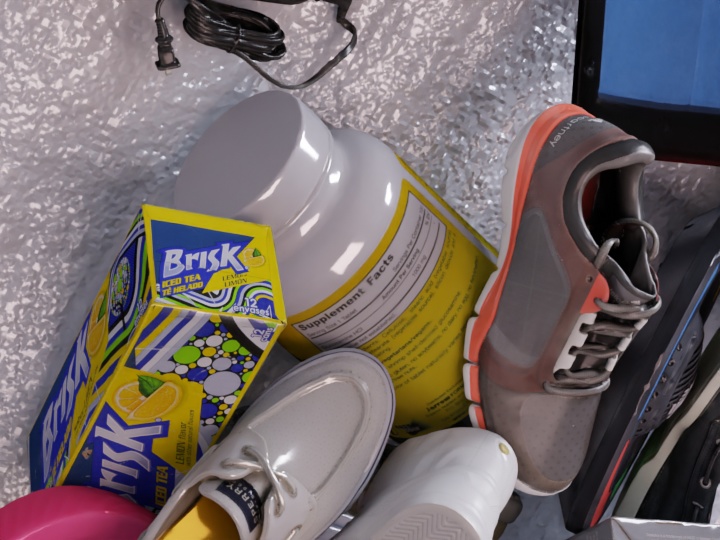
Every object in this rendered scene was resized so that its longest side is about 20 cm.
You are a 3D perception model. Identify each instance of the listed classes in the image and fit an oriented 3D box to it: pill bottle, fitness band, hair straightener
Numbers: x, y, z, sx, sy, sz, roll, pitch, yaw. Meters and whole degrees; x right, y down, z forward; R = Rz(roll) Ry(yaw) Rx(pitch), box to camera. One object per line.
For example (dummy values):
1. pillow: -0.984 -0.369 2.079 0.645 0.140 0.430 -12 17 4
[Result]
1. pill bottle: 0.000 0.000 1.392 0.112 0.112 0.200 -47 123 1
2. fitness band: -0.133 0.188 1.367 0.144 0.037 0.200 -52 131 2
3. hair straightener: -0.084 -0.133 1.335 0.200 0.041 0.077 14 95 -36

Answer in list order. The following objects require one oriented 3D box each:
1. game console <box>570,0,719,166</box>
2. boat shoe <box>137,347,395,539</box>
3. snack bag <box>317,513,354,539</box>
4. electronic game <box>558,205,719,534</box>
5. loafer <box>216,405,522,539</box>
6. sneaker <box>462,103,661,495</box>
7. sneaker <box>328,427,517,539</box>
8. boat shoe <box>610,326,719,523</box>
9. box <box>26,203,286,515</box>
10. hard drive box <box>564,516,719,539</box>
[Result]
1. game console: 0.215 -0.152 1.390 0.119 0.172 0.200 2 92 -60
2. boat shoe: -0.056 0.114 1.308 0.200 0.070 0.071 -44 85 -11
3. snack bag: -0.047 0.201 1.484 0.188 0.021 0.200 20 126 -33
4. electronic game: 0.161 0.053 1.469 0.042 0.200 0.200 27 102 9
5. loafer: -0.001 0.127 1.473 0.200 0.075 0.070 19 100 -31
6. sneaker: 0.107 0.021 1.350 0.077 0.082 0.200 -7 106 -39
7. sneaker: 0.001 0.155 1.371 0.200 0.116 0.074 -36 99 28
8. boat shoe: 0.206 0.088 1.514 0.066 0.075 0.199 28 129 1
9. box: -0.105 0.057 1.340 0.070 0.064 0.200 9 138 -21
10. hard drive box: 0.152 0.204 1.513 0.156 0.200 0.077 7 66 -28
